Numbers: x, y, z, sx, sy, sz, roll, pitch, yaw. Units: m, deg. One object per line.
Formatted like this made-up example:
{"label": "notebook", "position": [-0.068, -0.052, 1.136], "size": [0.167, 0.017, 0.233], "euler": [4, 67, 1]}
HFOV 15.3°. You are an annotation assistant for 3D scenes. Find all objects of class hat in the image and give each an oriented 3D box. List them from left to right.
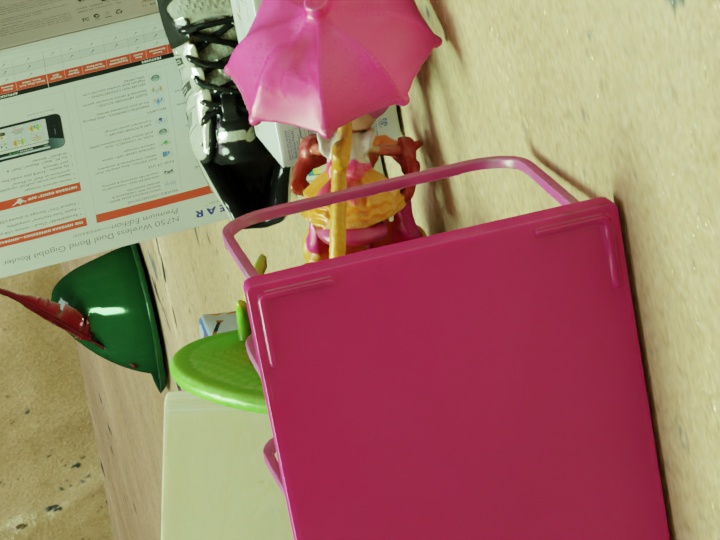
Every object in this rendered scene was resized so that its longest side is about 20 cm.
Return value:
{"label": "hat", "position": [-0.302, 0.049, 2.712], "size": [0.166, 0.175, 0.201], "euler": [-121, 20, -58]}

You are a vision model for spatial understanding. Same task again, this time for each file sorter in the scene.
{"label": "file sorter", "position": [0.033, 0.069, 1.046], "size": [0.125, 0.138, 0.201], "euler": [-125, 24, -72]}

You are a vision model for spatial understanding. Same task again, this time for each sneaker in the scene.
{"label": "sneaker", "position": [-0.067, -0.106, 1.505], "size": [0.200, 0.075, 0.088], "euler": [72, -171, -47]}

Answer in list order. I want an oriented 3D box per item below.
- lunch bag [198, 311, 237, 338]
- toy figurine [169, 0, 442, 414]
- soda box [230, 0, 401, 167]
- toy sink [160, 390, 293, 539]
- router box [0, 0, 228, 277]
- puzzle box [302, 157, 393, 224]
{"label": "lunch bag", "position": [-0.052, 0.120, 1.752], "size": [0.160, 0.075, 0.201], "euler": [-114, 13, -53]}
{"label": "toy figurine", "position": [-0.004, -0.046, 1.225], "size": [0.200, 0.149, 0.185], "euler": [-44, -43, -74]}
{"label": "soda box", "position": [-0.033, -0.158, 1.302], "size": [0.068, 0.063, 0.201], "euler": [-131, 29, -68]}
{"label": "toy sink", "position": [-0.056, 0.179, 1.533], "size": [0.130, 0.111, 0.201], "euler": [63, -155, -72]}
{"label": "router box", "position": [-0.152, -0.094, 1.601], "size": [0.180, 0.199, 0.049], "euler": [87, 164, -46]}
{"label": "puzzle box", "position": [0.000, 0.000, 1.439], "size": [0.133, 0.025, 0.201], "euler": [-178, 74, -79]}
